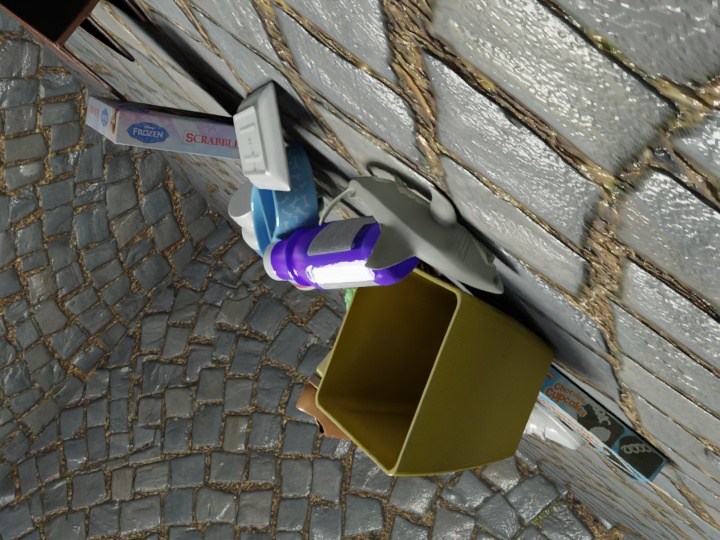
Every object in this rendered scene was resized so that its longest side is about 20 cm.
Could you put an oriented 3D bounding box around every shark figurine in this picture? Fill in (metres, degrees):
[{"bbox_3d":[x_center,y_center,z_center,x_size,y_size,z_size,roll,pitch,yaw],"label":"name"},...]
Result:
[{"bbox_3d":[0.024,-0.041,0.880,0.214,0.090,0.128,34,171,36],"label":"shark figurine"}]

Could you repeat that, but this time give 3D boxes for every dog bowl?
[{"bbox_3d":[-0.096,-0.076,1.149,0.200,0.049,0.112,121,136,-67],"label":"dog bowl"}]

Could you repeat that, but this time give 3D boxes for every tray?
[{"bbox_3d":[-0.111,-0.138,1.014,0.200,0.022,0.108,-160,59,-74],"label":"tray"}]

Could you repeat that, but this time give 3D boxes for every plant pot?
[{"bbox_3d":[0.093,0.112,1.058,0.176,0.201,0.200,18,-173,-30],"label":"plant pot"}]

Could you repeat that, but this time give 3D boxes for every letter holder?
[{"bbox_3d":[-0.350,-0.313,1.177,0.200,0.101,0.142,36,175,36],"label":"letter holder"}]

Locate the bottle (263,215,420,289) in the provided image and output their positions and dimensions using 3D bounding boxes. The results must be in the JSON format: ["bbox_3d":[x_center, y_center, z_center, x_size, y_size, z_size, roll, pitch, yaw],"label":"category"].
[{"bbox_3d":[-0.026,-0.018,1.042,0.199,0.084,0.065,-6,120,43],"label":"bottle"}]

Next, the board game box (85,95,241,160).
[{"bbox_3d":[-0.229,-0.179,1.194,0.199,0.041,0.200,4,-168,-28],"label":"board game box"}]

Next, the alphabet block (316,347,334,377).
[{"bbox_3d":[0.075,0.159,1.528,0.196,0.200,0.195,41,174,-11],"label":"alphabet block"}]

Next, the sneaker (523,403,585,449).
[{"bbox_3d":[0.252,0.249,1.498,0.200,0.116,0.074,35,171,33],"label":"sneaker"}]

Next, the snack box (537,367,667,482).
[{"bbox_3d":[0.284,0.188,1.190,0.200,0.037,0.116,39,174,11],"label":"snack box"}]

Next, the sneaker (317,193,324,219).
[{"bbox_3d":[-0.096,-0.097,1.341,0.200,0.086,0.075,-111,7,-55],"label":"sneaker"}]

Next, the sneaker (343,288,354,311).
[{"bbox_3d":[-0.001,0.025,1.313,0.074,0.084,0.200,4,-140,-22],"label":"sneaker"}]

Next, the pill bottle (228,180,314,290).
[{"bbox_3d":[-0.129,-0.063,1.593,0.200,0.112,0.112,43,174,-38],"label":"pill bottle"}]

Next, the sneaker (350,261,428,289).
[{"bbox_3d":[0.000,0.000,1.234,0.199,0.070,0.090,12,167,28],"label":"sneaker"}]

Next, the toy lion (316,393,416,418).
[{"bbox_3d":[0.069,0.179,1.248,0.200,0.069,0.191,34,-160,23],"label":"toy lion"}]

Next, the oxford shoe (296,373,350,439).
[{"bbox_3d":[-0.028,0.248,1.535,0.200,0.071,0.071,41,174,-27],"label":"oxford shoe"}]
